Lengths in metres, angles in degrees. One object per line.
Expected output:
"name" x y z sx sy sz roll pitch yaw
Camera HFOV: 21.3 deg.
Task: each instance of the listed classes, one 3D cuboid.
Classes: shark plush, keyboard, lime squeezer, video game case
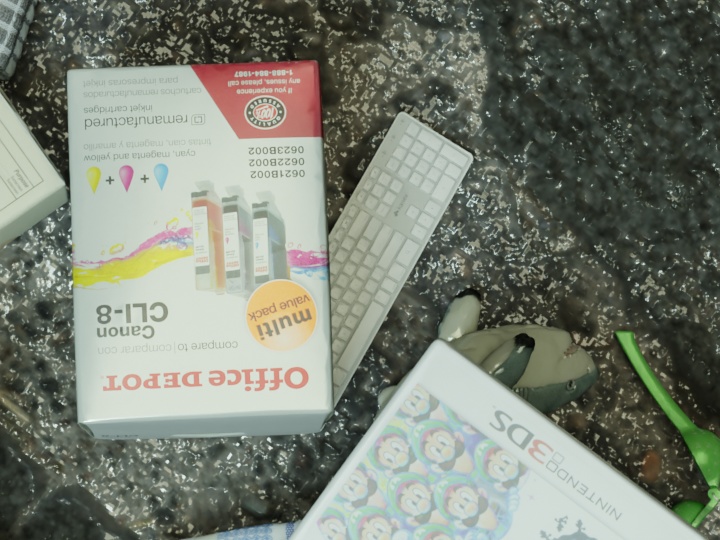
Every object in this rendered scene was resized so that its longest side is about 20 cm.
"shark plush" 0.056 0.104 1.161 0.200 0.091 0.083 -47 121 -14
"keyboard" 0.000 0.000 1.191 0.056 0.011 0.201 30 81 -3
"lime squeezer" 0.191 0.139 1.185 0.070 0.038 0.201 4 84 -6
"video game case" 0.055 0.169 1.025 0.182 0.024 0.200 37 91 11

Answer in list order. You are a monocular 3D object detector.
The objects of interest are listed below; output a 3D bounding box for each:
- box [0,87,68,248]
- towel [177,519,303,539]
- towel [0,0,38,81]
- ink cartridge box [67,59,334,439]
"box" -0.277 -0.026 1.126 0.200 0.078 0.095 -35 89 -9
"towel" -0.025 0.213 1.102 0.199 0.024 0.148 -13 97 22
"towel" -0.281 -0.219 1.144 0.199 0.086 0.166 16 81 -5
"ink cartridge box" -0.091 -0.005 1.107 0.144 0.145 0.201 -3 82 -4
